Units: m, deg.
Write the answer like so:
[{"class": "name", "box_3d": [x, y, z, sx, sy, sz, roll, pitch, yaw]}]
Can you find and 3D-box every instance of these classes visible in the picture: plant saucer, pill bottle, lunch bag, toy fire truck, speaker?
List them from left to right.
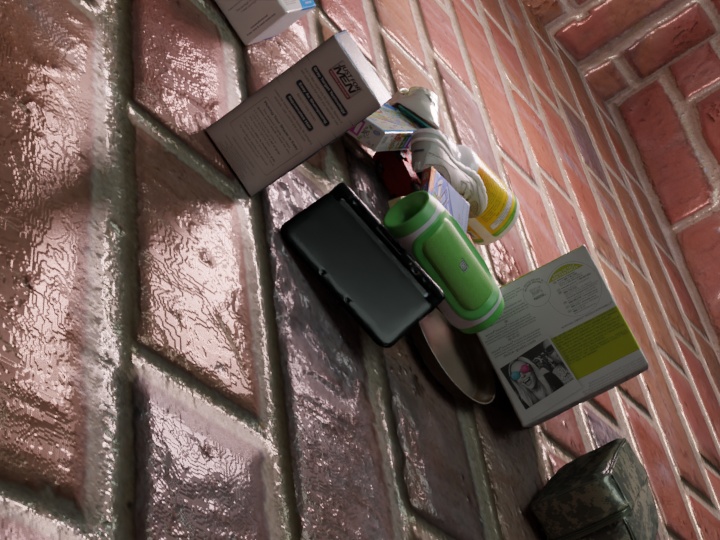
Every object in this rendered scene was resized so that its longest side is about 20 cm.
[{"class": "toy fire truck", "box_3d": [0.103, -0.103, 1.803, 0.141, 0.049, 0.201, 13, 48, -60]}, {"class": "speaker", "box_3d": [0.114, -0.009, 1.528, 0.200, 0.088, 0.089, 52, 23, -26]}, {"class": "plant saucer", "box_3d": [0.122, 0.104, 1.602, 0.200, 0.032, 0.201, 46, 25, -29]}, {"class": "pill bottle", "box_3d": [0.171, -0.140, 1.910, 0.200, 0.111, 0.111, 41, 28, -36]}, {"class": "lunch bag", "box_3d": [0.345, 0.355, 1.601, 0.168, 0.139, 0.200, 59, 23, 4]}]

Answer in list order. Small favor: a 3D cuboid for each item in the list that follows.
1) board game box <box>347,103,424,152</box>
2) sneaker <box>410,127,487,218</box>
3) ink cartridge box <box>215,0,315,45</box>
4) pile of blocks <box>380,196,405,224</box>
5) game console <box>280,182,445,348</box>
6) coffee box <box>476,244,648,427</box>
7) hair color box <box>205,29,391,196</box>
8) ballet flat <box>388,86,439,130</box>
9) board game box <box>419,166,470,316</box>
[{"class": "board game box", "box_3d": [0.013, -0.234, 1.735, 0.134, 0.034, 0.200, 37, 19, 15]}, {"class": "sneaker", "box_3d": [0.128, -0.133, 1.767, 0.200, 0.074, 0.082, 43, 54, -41]}, {"class": "ink cartridge box", "box_3d": [-0.168, -0.433, 1.615, 0.200, 0.084, 0.146, 55, 22, -5]}, {"class": "pile of blocks", "box_3d": [0.092, -0.040, 1.672, 0.200, 0.062, 0.082, 50, 40, -31]}, {"class": "game console", "box_3d": [0.000, 0.000, 1.458, 0.200, 0.116, 0.176, 49, -8, 4]}, {"class": "coffee box", "box_3d": [0.294, 0.101, 1.692, 0.198, 0.199, 0.200, 64, 9, 12]}, {"class": "hair color box", "box_3d": [-0.073, -0.185, 1.343, 0.100, 0.200, 0.061, 55, 22, -7]}, {"class": "ballet flat", "box_3d": [0.091, -0.274, 1.870, 0.069, 0.069, 0.200, 49, -5, -21]}, {"class": "board game box", "box_3d": [0.114, -0.042, 1.631, 0.103, 0.019, 0.201, 42, 45, -37]}]
